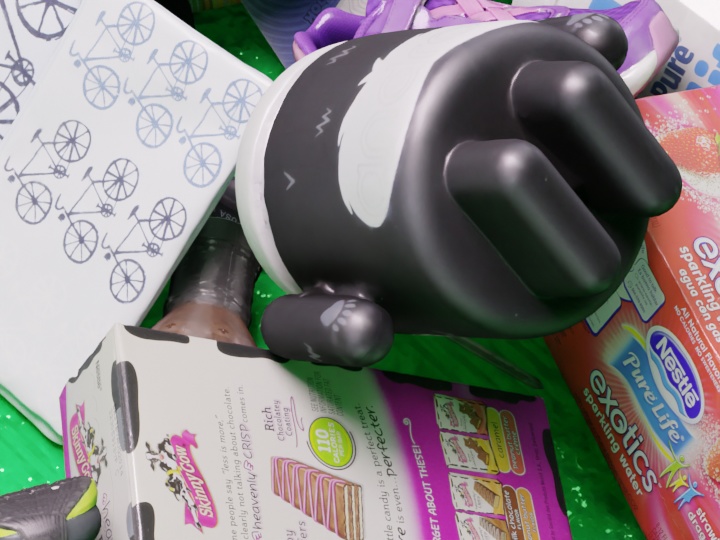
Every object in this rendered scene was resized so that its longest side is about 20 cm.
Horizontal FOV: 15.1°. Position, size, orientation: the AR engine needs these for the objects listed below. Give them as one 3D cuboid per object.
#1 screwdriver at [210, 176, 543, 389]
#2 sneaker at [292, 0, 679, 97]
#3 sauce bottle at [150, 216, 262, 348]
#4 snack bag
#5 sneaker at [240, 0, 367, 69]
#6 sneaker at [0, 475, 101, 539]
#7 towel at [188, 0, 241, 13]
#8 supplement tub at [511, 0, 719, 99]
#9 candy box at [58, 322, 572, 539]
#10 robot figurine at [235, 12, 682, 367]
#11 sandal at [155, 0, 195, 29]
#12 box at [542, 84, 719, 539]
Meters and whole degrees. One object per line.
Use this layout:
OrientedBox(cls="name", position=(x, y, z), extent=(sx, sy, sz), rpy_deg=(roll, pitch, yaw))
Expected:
OrientedBox(cls="screwdriver", position=(0.000, 0.000, 1.218), extent=(0.200, 0.028, 0.029), rpy_deg=(25, 86, 19))
OrientedBox(cls="sneaker", position=(0.044, -0.094, 1.190), extent=(0.200, 0.088, 0.080), rpy_deg=(-12, 21, 41))
OrientedBox(cls="sauce bottle", position=(-0.072, 0.067, 1.147), extent=(0.065, 0.065, 0.200), rpy_deg=(7, 55, 3))
OrientedBox(cls="snack bag", position=(-0.153, -0.056, 1.182), extent=(0.200, 0.021, 0.189), rpy_deg=(38, 105, 20))
OrientedBox(cls="sneaker", position=(0.045, -0.159, 1.302), extent=(0.199, 0.115, 0.081), rpy_deg=(-32, 80, 15))
OrientedBox(cls="sneaker", position=(-0.135, 0.135, 1.026), extent=(0.074, 0.200, 0.081), rpy_deg=(-14, 72, -23))
OrientedBox(cls="towel", position=(-0.044, -0.169, 1.350), extent=(0.200, 0.018, 0.086), rpy_deg=(-11, 61, -11))
OrientedBox(cls="supplement tub", position=(0.181, -0.094, 1.230), extent=(0.200, 0.132, 0.132), rpy_deg=(35, 60, 22))
OrientedBox(cls="candy box", position=(-0.014, 0.106, 1.072), extent=(0.200, 0.061, 0.136), rpy_deg=(12, 51, -28))
OrientedBox(cls="robot figurine", position=(0.035, -0.034, 1.068), extent=(0.150, 0.200, 0.125), rpy_deg=(-9, 95, -33))
OrientedBox(cls="sandal", position=(-0.159, -0.080, 1.259), extent=(0.200, 0.045, 0.075), rpy_deg=(-30, 68, -20))
OrientedBox(cls="box", position=(0.151, 0.032, 1.125), extent=(0.095, 0.100, 0.200), rpy_deg=(-12, 63, -31))
